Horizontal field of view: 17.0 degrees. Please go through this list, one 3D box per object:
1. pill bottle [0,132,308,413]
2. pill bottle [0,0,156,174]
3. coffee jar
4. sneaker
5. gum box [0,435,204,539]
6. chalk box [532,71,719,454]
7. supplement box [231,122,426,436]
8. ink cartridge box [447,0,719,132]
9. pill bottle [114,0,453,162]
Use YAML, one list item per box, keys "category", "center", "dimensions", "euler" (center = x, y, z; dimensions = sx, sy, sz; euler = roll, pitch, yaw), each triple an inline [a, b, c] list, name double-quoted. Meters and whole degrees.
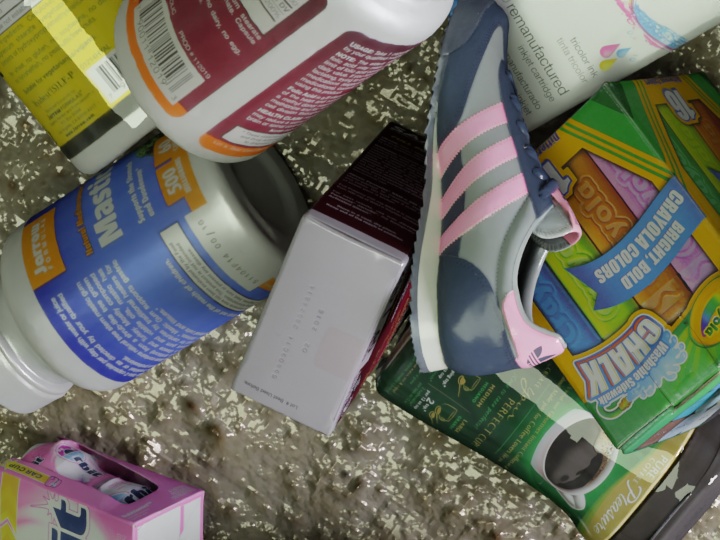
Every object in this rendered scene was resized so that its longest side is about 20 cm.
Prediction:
- category: "pill bottle"
  center: [-0.134, 0.000, 1.380]
  dimensions: [0.200, 0.112, 0.112]
  euler: [-31, 100, 19]
- category: "pill bottle"
  center: [-0.172, -0.162, 1.334]
  dimensions: [0.111, 0.111, 0.200]
  euler: [-35, 98, 20]
- category: "coffee jar"
  center: [0.115, 0.079, 1.370]
  dimensions: [0.200, 0.085, 0.104]
  euler: [36, 113, -1]
- category: "sneaker"
  center: [0.075, -0.044, 1.226]
  dimensions: [0.082, 0.070, 0.200]
  euler: [2, 80, 15]
- category: "gum box"
  center: [-0.159, 0.206, 1.456]
  dimensions: [0.113, 0.066, 0.200]
  euler: [17, 114, 33]
- category: "chalk box"
  center: [0.173, 0.011, 1.276]
  dimensions: [0.124, 0.125, 0.200]
  euler: [-44, 74, 28]
- category: "supplement box"
  center: [0.000, 0.000, 1.305]
  dimensions: [0.061, 0.200, 0.109]
  euler: [25, 112, 4]
- category: "ink cartridge box"
  center: [0.137, -0.188, 1.276]
  dimensions: [0.200, 0.085, 0.145]
  euler: [-30, 99, 18]
- category: "pill bottle"
  center: [-0.024, -0.147, 1.232]
  dimensions: [0.200, 0.114, 0.114]
  euler: [-32, 100, 38]
